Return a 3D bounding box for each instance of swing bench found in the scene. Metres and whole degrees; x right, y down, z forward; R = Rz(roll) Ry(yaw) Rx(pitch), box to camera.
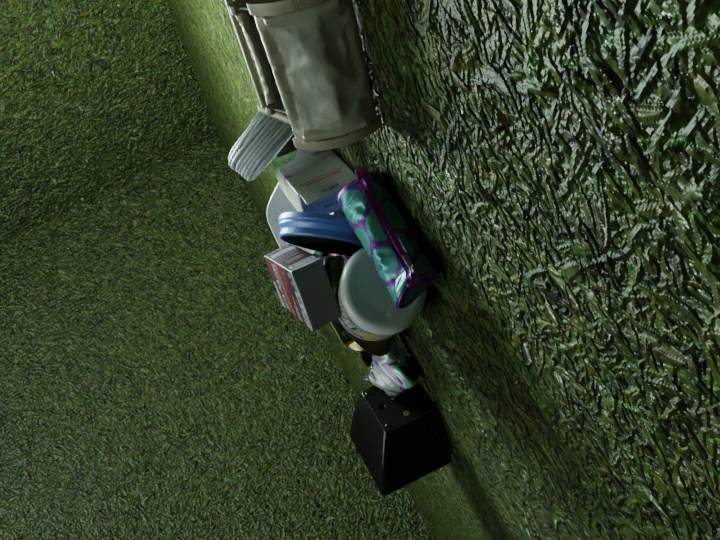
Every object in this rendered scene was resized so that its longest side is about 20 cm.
[{"bbox_3d":[-0.081,-0.289,0.809,0.201,0.127,0.202,51,164,46],"label":"swing bench"}]

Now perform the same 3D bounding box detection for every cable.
[{"bbox_3d":[-0.170,-0.262,1.150,0.069,0.201,0.201,39,-167,-11],"label":"cable"}]

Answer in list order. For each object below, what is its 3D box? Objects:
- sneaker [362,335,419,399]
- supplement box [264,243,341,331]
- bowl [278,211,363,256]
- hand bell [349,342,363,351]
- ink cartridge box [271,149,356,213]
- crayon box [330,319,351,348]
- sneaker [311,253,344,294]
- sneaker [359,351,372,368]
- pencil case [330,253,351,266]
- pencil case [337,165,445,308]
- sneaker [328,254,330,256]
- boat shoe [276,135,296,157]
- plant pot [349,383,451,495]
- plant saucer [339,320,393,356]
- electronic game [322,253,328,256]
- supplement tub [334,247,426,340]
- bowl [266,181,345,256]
[{"bbox_3d":[0.040,0.204,1.400,0.140,0.076,0.203,-47,64,40],"label":"sneaker"},{"bbox_3d":[-0.107,0.024,1.076,0.199,0.060,0.112,22,134,67],"label":"supplement box"},{"bbox_3d":[-0.050,-0.061,1.071,0.200,0.194,0.041,153,126,-79],"label":"bowl"},{"bbox_3d":[-0.009,0.079,1.460,0.104,0.102,0.205,42,153,61],"label":"hand bell"},{"bbox_3d":[-0.080,-0.162,1.138,0.201,0.114,0.069,51,161,49],"label":"ink cartridge box"},{"bbox_3d":[-0.049,0.102,1.373,0.128,0.051,0.200,59,175,10],"label":"crayon box"},{"bbox_3d":[-0.080,0.005,1.177,0.200,0.081,0.080,172,103,-75],"label":"sneaker"},{"bbox_3d":[0.018,0.165,1.639,0.079,0.073,0.206,-114,8,-74],"label":"sneaker"},{"bbox_3d":[0.000,0.000,1.245,0.203,0.081,0.087,60,170,13],"label":"pencil case"},{"bbox_3d":[0.042,-0.050,0.910,0.203,0.083,0.093,60,169,19],"label":"pencil case"},{"bbox_3d":[-0.058,-0.080,1.430,0.075,0.070,0.203,13,137,54],"label":"sneaker"},{"bbox_3d":[-0.167,-0.327,1.331,0.069,0.070,0.201,63,161,17],"label":"boat shoe"},{"bbox_3d":[0.089,0.369,1.450,0.200,0.195,0.182,51,155,47],"label":"plant pot"},{"bbox_3d":[0.014,0.085,1.300,0.199,0.035,0.203,41,-151,-27],"label":"plant saucer"},{"bbox_3d":[-0.095,-0.027,1.517,0.204,0.041,0.201,63,-173,-14],"label":"electronic game"},{"bbox_3d":[0.028,0.043,1.040,0.148,0.142,0.200,61,169,6],"label":"supplement tub"},{"bbox_3d":[-0.114,-0.127,1.338,0.201,0.073,0.202,-52,57,33],"label":"bowl"}]
